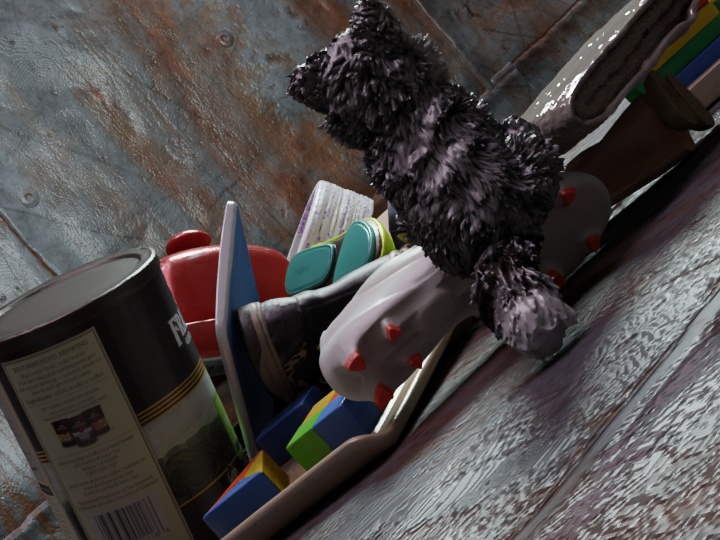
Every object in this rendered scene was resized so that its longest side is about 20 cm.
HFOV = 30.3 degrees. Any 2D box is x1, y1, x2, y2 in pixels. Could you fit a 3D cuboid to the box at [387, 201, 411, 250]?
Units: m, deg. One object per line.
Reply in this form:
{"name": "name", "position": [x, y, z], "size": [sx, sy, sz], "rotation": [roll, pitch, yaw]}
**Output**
{"name": "box", "position": [0.048, -0.052, 1.039], "size": [0.034, 0.112, 0.200], "rotation": [-4, -17, 7]}

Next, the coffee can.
{"name": "coffee can", "position": [-0.173, 0.106, 0.953], "size": [0.145, 0.202, 0.147], "rotation": [-21, 15, 6]}

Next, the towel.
{"name": "towel", "position": [0.143, -0.115, 0.824], "size": [0.200, 0.034, 0.132], "rotation": [-47, 3, -35]}

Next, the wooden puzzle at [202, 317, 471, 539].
{"name": "wooden puzzle", "position": [-0.024, 0.104, 0.874], "size": [0.185, 0.046, 0.200], "rotation": [-42, 2, 30]}

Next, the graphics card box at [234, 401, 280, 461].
{"name": "graphics card box", "position": [-0.069, 0.130, 1.163], "size": [0.200, 0.051, 0.125], "rotation": [-41, 3, 11]}

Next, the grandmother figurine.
{"name": "grandmother figurine", "position": [0.131, -0.041, 0.853], "size": [0.200, 0.061, 0.121], "rotation": [-45, -27, 26]}

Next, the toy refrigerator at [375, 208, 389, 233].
{"name": "toy refrigerator", "position": [0.074, -0.033, 1.194], "size": [0.200, 0.076, 0.071], "rotation": [-41, 42, 24]}

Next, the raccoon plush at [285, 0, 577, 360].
{"name": "raccoon plush", "position": [0.042, -0.059, 0.673], "size": [0.097, 0.134, 0.200], "rotation": [-47, 29, 5]}

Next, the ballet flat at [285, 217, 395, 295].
{"name": "ballet flat", "position": [0.000, 0.000, 1.085], "size": [0.200, 0.066, 0.068], "rotation": [-15, 60, 67]}

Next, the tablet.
{"name": "tablet", "position": [-0.086, 0.062, 1.003], "size": [0.201, 0.013, 0.131], "rotation": [81, -174, -47]}

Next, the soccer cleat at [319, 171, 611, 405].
{"name": "soccer cleat", "position": [0.057, 0.001, 0.789], "size": [0.199, 0.070, 0.078], "rotation": [-36, 26, -2]}

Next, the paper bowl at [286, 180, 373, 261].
{"name": "paper bowl", "position": [-0.030, 0.018, 1.377], "size": [0.201, 0.103, 0.203], "rotation": [-159, 90, -84]}

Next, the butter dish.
{"name": "butter dish", "position": [-0.143, 0.034, 1.221], "size": [0.198, 0.150, 0.199], "rotation": [-5, -23, -33]}

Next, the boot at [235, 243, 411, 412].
{"name": "boot", "position": [0.002, 0.051, 0.987], "size": [0.149, 0.074, 0.200], "rotation": [-24, -29, 3]}

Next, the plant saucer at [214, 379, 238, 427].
{"name": "plant saucer", "position": [-0.160, 0.158, 1.155], "size": [0.200, 0.037, 0.200], "rotation": [-45, 1, 1]}

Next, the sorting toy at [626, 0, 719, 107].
{"name": "sorting toy", "position": [0.268, -0.189, 1.011], "size": [0.200, 0.070, 0.199], "rotation": [-43, 2, 7]}
